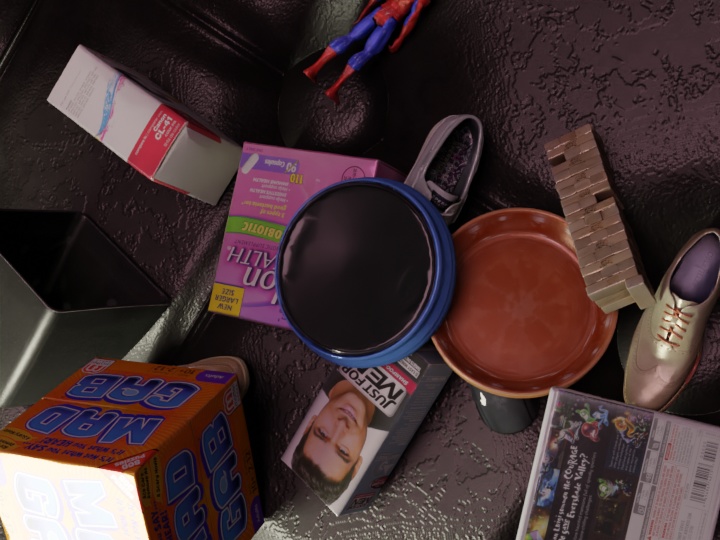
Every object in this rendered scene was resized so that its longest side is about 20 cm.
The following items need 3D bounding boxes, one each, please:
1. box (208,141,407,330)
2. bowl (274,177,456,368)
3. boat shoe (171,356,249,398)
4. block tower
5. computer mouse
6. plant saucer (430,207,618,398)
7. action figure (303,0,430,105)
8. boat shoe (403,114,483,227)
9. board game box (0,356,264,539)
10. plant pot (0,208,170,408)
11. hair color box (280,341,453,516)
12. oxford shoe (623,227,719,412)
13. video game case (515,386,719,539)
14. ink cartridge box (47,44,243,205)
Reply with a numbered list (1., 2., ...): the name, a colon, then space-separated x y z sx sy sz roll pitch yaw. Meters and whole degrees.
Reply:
1. box: -0.058 -0.031 1.214 0.175 0.097 0.202 11 88 25
2. bowl: 0.000 0.000 1.109 0.199 0.039 0.203 -3 81 23
3. boat shoe: -0.227 0.150 1.283 0.199 0.065 0.073 -16 76 22
4. block tower: 0.238 -0.053 1.075 0.057 0.054 0.201 -24 57 20
5. computer mouse: 0.112 0.078 1.147 0.139 0.046 0.202 -11 78 22
6. plant saucer: 0.165 0.034 1.108 0.198 0.032 0.202 -2 72 6
7. action figure: 0.022 -0.285 1.240 0.200 0.052 0.065 -46 73 7
8. boat shoe: 0.077 -0.080 1.149 0.070 0.071 0.202 25 81 -11
9. board game box: -0.250 0.236 1.168 0.198 0.200 0.201 4 115 25
10. plant pot: -0.395 0.053 1.314 0.200 0.199 0.178 42 111 23
11. hair color box: 0.007 0.155 1.159 0.099 0.060 0.201 39 108 30
12. oxford shoe: 0.305 0.048 1.046 0.070 0.074 0.201 22 92 25
13. video game case: 0.252 0.231 1.041 0.180 0.023 0.202 13 92 8
14. ink cartridge box: -0.257 -0.176 1.299 0.200 0.147 0.086 38 98 23
